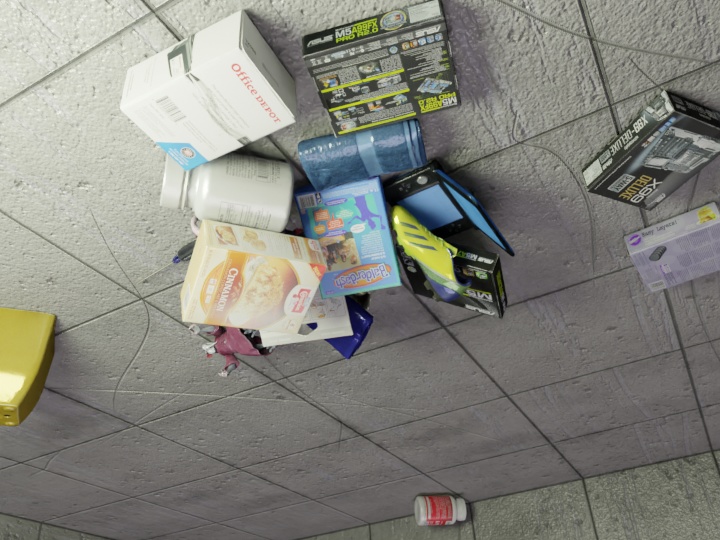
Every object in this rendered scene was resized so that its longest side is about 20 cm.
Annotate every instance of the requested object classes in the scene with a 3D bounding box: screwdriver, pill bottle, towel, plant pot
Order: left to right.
[{"bbox_3d":[-0.769,0.215,1.446,0.191,0.203,0.196,9,145,-20],"label":"plant pot"},{"bbox_3d":[-0.371,-0.012,1.319,0.198,0.028,0.029,-28,169,33],"label":"screwdriver"},{"bbox_3d":[-0.212,-0.130,1.082,0.196,0.116,0.115,8,144,-17],"label":"pill bottle"},{"bbox_3d":[-0.066,0.072,1.372,0.199,0.049,0.148,40,139,10],"label":"towel"},{"bbox_3d":[0.004,-0.183,1.076,0.196,0.049,0.112,-10,158,8],"label":"towel"},{"bbox_3d":[0.327,0.983,2.790,0.196,0.114,0.113,1,146,-9],"label":"pill bottle"}]

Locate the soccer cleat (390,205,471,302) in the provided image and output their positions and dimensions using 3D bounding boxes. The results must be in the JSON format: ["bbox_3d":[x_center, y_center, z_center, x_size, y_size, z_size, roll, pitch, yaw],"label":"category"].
[{"bbox_3d":[0.124,-0.038,1.199,0.083,0.065,0.202,-30,102,21],"label":"soccer cleat"}]

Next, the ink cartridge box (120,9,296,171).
[{"bbox_3d":[-0.205,-0.243,0.944,0.197,0.085,0.145,-18,144,20],"label":"ink cartridge box"}]

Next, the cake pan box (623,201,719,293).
[{"bbox_3d":[0.654,-0.038,1.386,0.182,0.053,0.199,-22,142,27],"label":"cake pan box"}]

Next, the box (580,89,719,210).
[{"bbox_3d":[0.495,-0.193,1.137,0.155,0.050,0.200,12,142,-24],"label":"box"}]

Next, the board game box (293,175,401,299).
[{"bbox_3d":[-0.019,-0.059,1.189,0.149,0.045,0.203,-10,113,8],"label":"board game box"}]

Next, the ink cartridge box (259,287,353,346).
[{"bbox_3d":[-0.116,0.045,1.305,0.196,0.045,0.179,-9,104,19],"label":"ink cartridge box"}]

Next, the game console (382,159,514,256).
[{"bbox_3d":[0.152,-0.085,1.192,0.168,0.120,0.200,-21,142,23],"label":"game console"}]

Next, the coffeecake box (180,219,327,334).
[{"bbox_3d":[-0.174,0.015,1.100,0.197,0.074,0.155,9,126,-26],"label":"coffeecake box"}]

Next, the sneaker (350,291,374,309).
[{"bbox_3d":[0.000,0.000,1.332,0.075,0.082,0.201,-5,145,4],"label":"sneaker"}]

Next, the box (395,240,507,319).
[{"bbox_3d":[0.179,0.010,1.317,0.197,0.048,0.194,16,154,24],"label":"box"}]

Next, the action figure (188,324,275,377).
[{"bbox_3d":[-0.286,0.151,1.536,0.198,0.136,0.148,-19,-171,41],"label":"action figure"}]

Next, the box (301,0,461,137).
[{"bbox_3d":[0.034,-0.279,0.959,0.196,0.045,0.161,-12,146,11],"label":"box"}]

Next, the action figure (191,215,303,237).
[{"bbox_3d":[-0.194,-0.057,1.187,0.197,0.135,0.151,-14,130,-16],"label":"action figure"}]
